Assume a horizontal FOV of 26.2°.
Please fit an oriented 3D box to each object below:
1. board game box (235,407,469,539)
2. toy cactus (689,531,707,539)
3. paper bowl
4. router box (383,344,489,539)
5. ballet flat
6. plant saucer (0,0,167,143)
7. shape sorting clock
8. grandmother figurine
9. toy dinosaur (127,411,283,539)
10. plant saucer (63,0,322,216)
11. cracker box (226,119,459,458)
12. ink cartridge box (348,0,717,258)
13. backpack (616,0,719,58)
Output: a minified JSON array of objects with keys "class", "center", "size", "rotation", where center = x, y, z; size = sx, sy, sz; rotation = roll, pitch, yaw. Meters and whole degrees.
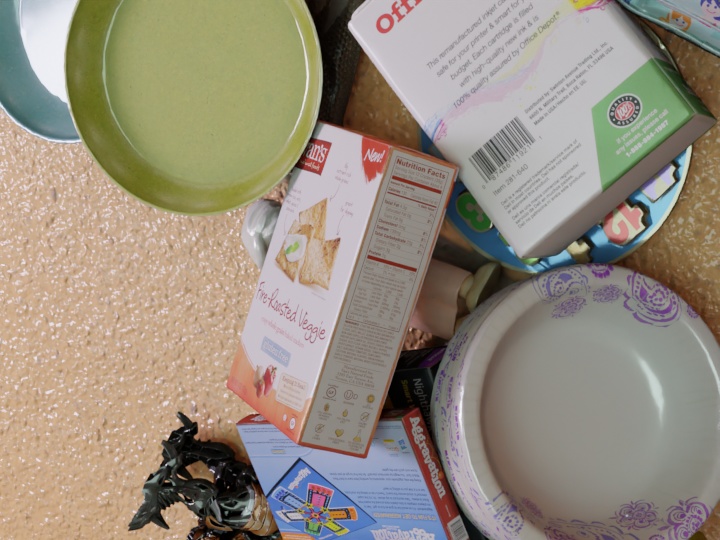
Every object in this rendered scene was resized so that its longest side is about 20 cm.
[{"class":"board game box","center":[-0.009,0.148,1.088],"size":[0.199,0.019,0.104],"rotation":[-8,105,52]},{"class":"toy cactus","center":[0.197,0.243,1.101],"size":[0.165,0.102,0.201],"rotation":[44,143,33]},{"class":"paper bowl","center":[0.144,0.100,1.046],"size":[0.199,0.104,0.202],"rotation":[2,83,-15]},{"class":"router box","center":[0.030,0.160,1.140],"size":[0.148,0.051,0.201],"rotation":[-10,105,36]},{"class":"ballet flat","center":[-0.018,-0.165,1.116],"size":[0.067,0.046,0.201],"rotation":[27,108,47]},{"class":"plant saucer","center":[-0.214,-0.197,1.170],"size":[0.199,0.036,0.201],"rotation":[4,98,33]},{"class":"shape sorting clock","center":[0.131,-0.094,1.071],"size":[0.199,0.039,0.201],"rotation":[5,104,20]},{"class":"grandmother figurine","center":[0.000,0.000,1.138],"size":[0.199,0.061,0.122],"rotation":[22,117,18]},{"class":"toy dinosaur","center":[-0.099,0.177,1.216],"size":[0.135,0.102,0.201],"rotation":[22,92,0]},{"class":"plant saucer","center":[-0.114,-0.139,1.085],"size":[0.199,0.031,0.201],"rotation":[3,100,20]},{"class":"cracker box","center":[-0.016,0.008,1.034],"size":[0.057,0.134,0.201],"rotation":[16,94,-27]},{"class":"ink cartridge box","center":[0.111,-0.130,1.010],"size":[0.145,0.084,0.200],"rotation":[-40,76,19]},{"class":"backpack","center":[0.258,-0.223,0.936],"size":[0.177,0.150,0.201],"rotation":[31,107,14]}]
